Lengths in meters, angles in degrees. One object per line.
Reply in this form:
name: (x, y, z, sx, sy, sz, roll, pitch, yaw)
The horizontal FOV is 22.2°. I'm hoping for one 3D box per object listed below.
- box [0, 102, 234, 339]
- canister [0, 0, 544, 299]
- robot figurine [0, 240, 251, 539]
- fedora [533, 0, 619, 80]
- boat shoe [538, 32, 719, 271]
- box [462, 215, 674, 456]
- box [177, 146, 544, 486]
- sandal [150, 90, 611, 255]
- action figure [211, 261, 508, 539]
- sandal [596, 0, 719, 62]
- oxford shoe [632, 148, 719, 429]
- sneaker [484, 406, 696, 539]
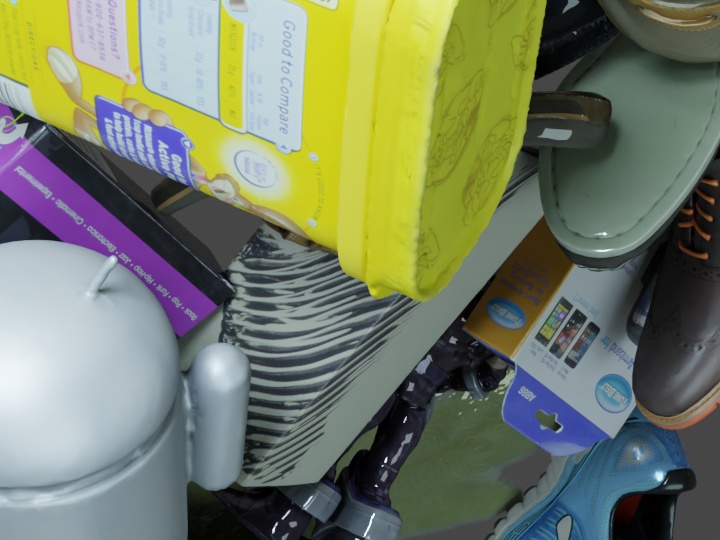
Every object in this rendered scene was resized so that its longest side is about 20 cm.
box: (-0.170, 0.030, 0.773, 0.200, 0.036, 0.143, -40, 140, 4)
canister: (-0.048, -0.092, 0.589, 0.087, 0.199, 0.149, -53, 159, -37)
robot figurine: (-0.125, 0.070, 0.727, 0.169, 0.113, 0.201, -13, 135, -15)
fedora: (0.053, -0.162, 0.691, 0.200, 0.092, 0.201, -25, 141, -22)
boat shoe: (0.126, -0.077, 0.780, 0.061, 0.071, 0.202, 79, 29, -57)
box: (0.130, -0.006, 0.905, 0.200, 0.041, 0.119, -54, 140, -1)
box: (0.000, 0.000, 0.818, 0.200, 0.082, 0.068, -52, 153, 18)
sandal: (0.006, -0.035, 0.738, 0.199, 0.055, 0.082, -7, -174, 18)
action figure: (0.019, 0.056, 0.910, 0.200, 0.069, 0.130, -53, 133, -1)
sandal: (0.117, -0.124, 0.661, 0.080, 0.054, 0.200, -46, 144, 7)
oxford shoe: (0.165, -0.025, 0.855, 0.072, 0.071, 0.201, 23, 89, -40)
sneaker: (0.135, 0.163, 1.080, 0.078, 0.090, 0.201, -5, 133, -31)
